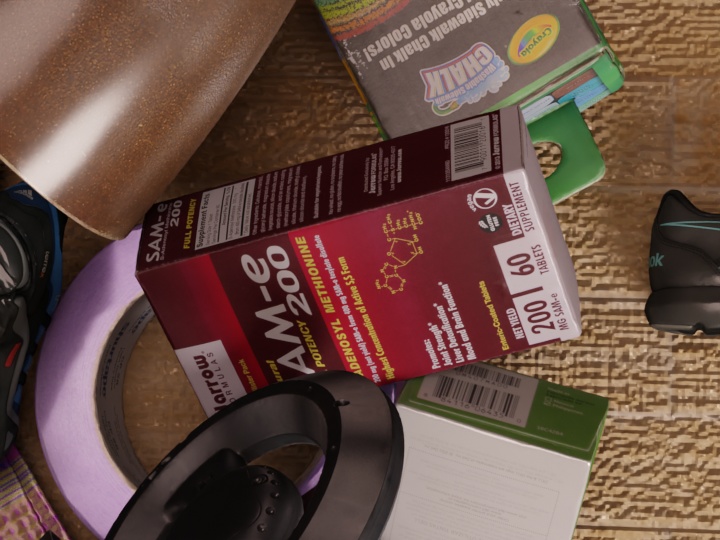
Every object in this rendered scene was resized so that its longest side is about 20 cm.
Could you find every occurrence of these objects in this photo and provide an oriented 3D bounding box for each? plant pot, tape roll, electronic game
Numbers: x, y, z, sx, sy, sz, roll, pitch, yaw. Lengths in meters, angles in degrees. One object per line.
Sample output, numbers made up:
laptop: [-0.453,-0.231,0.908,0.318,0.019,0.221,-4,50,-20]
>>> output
plant pot: [-0.105,-0.150,0.948,0.200,0.187,0.187,-42,81,7]
tape roll: [-0.075,0.068,1.085,0.198,0.066,0.202,-1,85,6]
electronic game: [-0.059,0.127,0.917,0.200,0.200,0.042,-44,115,1]

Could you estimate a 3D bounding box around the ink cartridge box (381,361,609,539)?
ink cartridge box: [0.057,0.147,1.043,0.103,0.059,0.201,16,123,8]

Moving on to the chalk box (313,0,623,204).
chalk box: [0.059,-0.123,1.046,0.124,0.124,0.201,-28,83,10]

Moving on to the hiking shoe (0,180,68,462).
hiking shoe: [-0.194,0.039,1.053,0.074,0.087,0.201,32,129,8]

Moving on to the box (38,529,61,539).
box: [-0.132,0.245,1.043,0.110,0.035,0.200,-45,108,-2]

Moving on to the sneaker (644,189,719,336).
sneaker: [0.250,-0.009,1.049,0.198,0.075,0.080,-2,82,6]

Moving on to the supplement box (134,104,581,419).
supplement box: [0.000,0.000,0.982,0.198,0.061,0.109,-15,125,13]

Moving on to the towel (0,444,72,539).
towel: [-0.251,0.139,1.120,0.143,0.023,0.201,-33,81,3]

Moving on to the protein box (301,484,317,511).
protein box: [-0.036,0.255,0.960,0.199,0.135,0.199,-35,108,10]
